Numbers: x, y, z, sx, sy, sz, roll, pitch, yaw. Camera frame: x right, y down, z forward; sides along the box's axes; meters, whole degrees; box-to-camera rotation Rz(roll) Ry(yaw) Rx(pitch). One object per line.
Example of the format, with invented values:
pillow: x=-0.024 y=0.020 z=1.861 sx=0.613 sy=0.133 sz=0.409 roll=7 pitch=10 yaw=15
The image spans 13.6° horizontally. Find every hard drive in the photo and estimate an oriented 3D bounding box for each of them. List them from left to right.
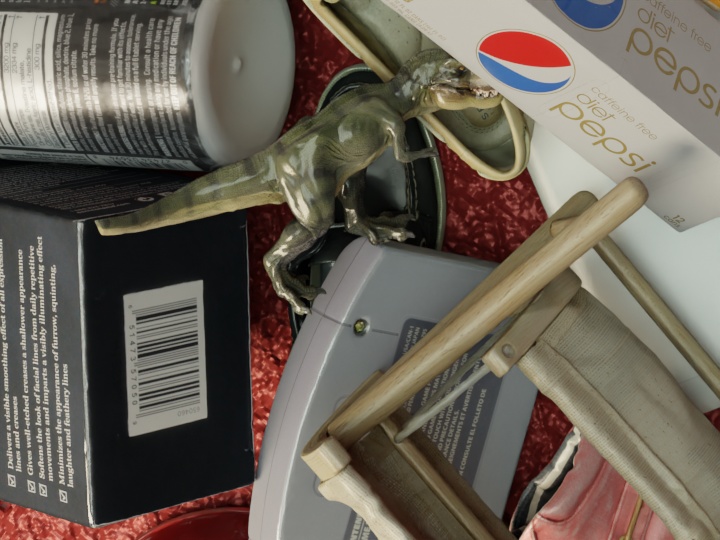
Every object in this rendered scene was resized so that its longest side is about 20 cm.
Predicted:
hard drive: x=0.159 y=-0.035 z=1.472 sx=0.131 sy=0.026 sz=0.201 roll=-22 pitch=96 yaw=17

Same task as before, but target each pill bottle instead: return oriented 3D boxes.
pill bottle: x=-0.141 y=-0.105 z=1.478 sx=0.199 sy=0.106 sz=0.107 roll=5 pitch=103 yaw=27

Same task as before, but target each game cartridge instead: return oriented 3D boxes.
game cartridge: x=0.016 y=0.087 z=1.476 sx=0.133 sy=0.042 sz=0.201 roll=12 pitch=97 yaw=-28

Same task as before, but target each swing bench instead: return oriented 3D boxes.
swing bench: x=0.105 y=0.097 z=1.391 sx=0.200 sy=0.130 sz=0.199 roll=-41 pitch=93 yaw=-7

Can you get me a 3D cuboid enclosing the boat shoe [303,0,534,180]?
boat shoe: x=0.016 y=-0.128 z=1.411 sx=0.073 sy=0.063 sz=0.201 roll=-31 pitch=111 yaw=11

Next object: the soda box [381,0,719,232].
soda box: x=0.105 y=-0.104 z=1.368 sx=0.200 sy=0.068 sz=0.064 roll=36 pitch=145 yaw=-24

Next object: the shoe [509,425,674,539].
shoe: x=0.101 y=0.170 z=1.496 sx=0.091 sy=0.071 sz=0.201 roll=29 pitch=98 yaw=-7

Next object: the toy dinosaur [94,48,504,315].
toy dinosaur: x=-0.020 y=-0.036 z=1.394 sx=0.199 sy=0.047 sz=0.088 roll=-26 pitch=123 yaw=-7

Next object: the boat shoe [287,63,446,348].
boat shoe: x=-0.002 y=0.000 z=1.497 sx=0.074 sy=0.066 sz=0.200 roll=9 pitch=104 yaw=11

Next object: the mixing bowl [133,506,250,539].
mixing bowl: x=-0.073 y=0.229 z=1.527 sx=0.199 sy=0.108 sz=0.201 roll=3 pitch=100 yaw=16

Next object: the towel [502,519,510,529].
towel: x=0.004 y=0.192 z=1.563 sx=0.086 sy=0.018 sz=0.200 roll=46 pitch=108 yaw=5

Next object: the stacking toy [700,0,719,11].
stacking toy: x=0.113 y=-0.194 z=1.374 sx=0.110 sy=0.116 sz=0.200 roll=-37 pitch=108 yaw=12

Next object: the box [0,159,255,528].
box: x=-0.155 y=0.027 z=1.473 sx=0.200 sy=0.107 sz=0.149 roll=12 pitch=107 yaw=45
